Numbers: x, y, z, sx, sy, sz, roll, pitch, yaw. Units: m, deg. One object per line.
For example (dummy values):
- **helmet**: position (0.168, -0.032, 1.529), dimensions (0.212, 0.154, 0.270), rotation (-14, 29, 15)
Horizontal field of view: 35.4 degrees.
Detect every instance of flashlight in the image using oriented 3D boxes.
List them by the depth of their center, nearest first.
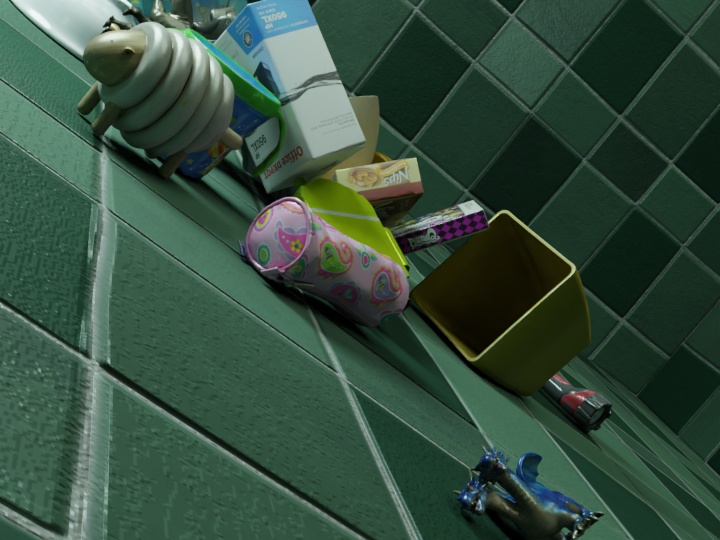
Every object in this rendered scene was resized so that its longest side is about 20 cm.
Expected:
- **flashlight**: position (0.345, 0.193, 1.952), dimensions (0.200, 0.068, 0.068), rotation (46, 10, 37)

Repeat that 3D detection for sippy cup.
- **sippy cup**: position (-0.180, -0.180, 1.273), dimensions (0.178, 0.130, 0.140), rotation (42, 8, 17)

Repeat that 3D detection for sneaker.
- **sneaker**: position (-0.151, -0.276, 1.481), dimensions (0.199, 0.115, 0.076), rotation (22, 14, 6)

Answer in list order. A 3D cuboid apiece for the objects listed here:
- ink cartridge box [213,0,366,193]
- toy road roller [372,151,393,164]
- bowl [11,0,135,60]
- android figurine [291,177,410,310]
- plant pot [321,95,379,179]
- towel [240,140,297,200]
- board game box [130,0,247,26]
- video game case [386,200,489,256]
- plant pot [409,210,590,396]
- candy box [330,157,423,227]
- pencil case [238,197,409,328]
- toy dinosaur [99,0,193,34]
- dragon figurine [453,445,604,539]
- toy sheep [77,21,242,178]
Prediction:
- **ink cartridge box**: position (-0.092, -0.213, 1.375), dimensions (0.144, 0.084, 0.201), rotation (-27, -94, 60)
- **toy road roller**: position (-0.029, -0.150, 1.826), dimensions (0.200, 0.146, 0.123), rotation (41, 7, 10)
- **bowl**: position (-0.368, -0.347, 1.521), dimensions (0.201, 0.090, 0.201), rotation (38, 7, -6)
- **android figurine**: position (-0.018, -0.034, 1.340), dimensions (0.182, 0.041, 0.200), rotation (3, 48, -47)
- **plant pot**: position (-0.059, -0.177, 1.689), dimensions (0.200, 0.199, 0.135), rotation (-49, 128, -83)
- **towel**: position (-0.121, -0.149, 1.563), dimensions (0.200, 0.031, 0.150), rotation (48, -23, 42)
- **board game box**: position (-0.226, -0.337, 1.533), dimensions (0.047, 0.151, 0.201), rotation (34, -39, 49)
- **video game case**: position (0.091, -0.057, 1.719), dimensions (0.181, 0.199, 0.036), rotation (-77, 149, -82)
- **plant pot**: position (0.231, 0.068, 1.693), dimensions (0.176, 0.200, 0.200), rotation (49, -1, -39)
- **candy box**: position (0.011, -0.100, 1.593), dimensions (0.200, 0.115, 0.056), rotation (128, -49, -76)
- **pencil case**: position (-0.032, -0.003, 1.153), dimensions (0.087, 0.088, 0.200), rotation (45, 9, 37)
- **toy dinosaur**: position (-0.265, -0.297, 1.441), dimensions (0.102, 0.200, 0.077), rotation (48, -28, -9)
- **dragon figurine**: position (0.140, 0.187, 0.922), dimensions (0.099, 0.059, 0.200), rotation (43, 9, 20)
- **toy sheep**: position (-0.197, -0.175, 1.146), dimensions (0.200, 0.138, 0.138), rotation (33, 9, -44)
